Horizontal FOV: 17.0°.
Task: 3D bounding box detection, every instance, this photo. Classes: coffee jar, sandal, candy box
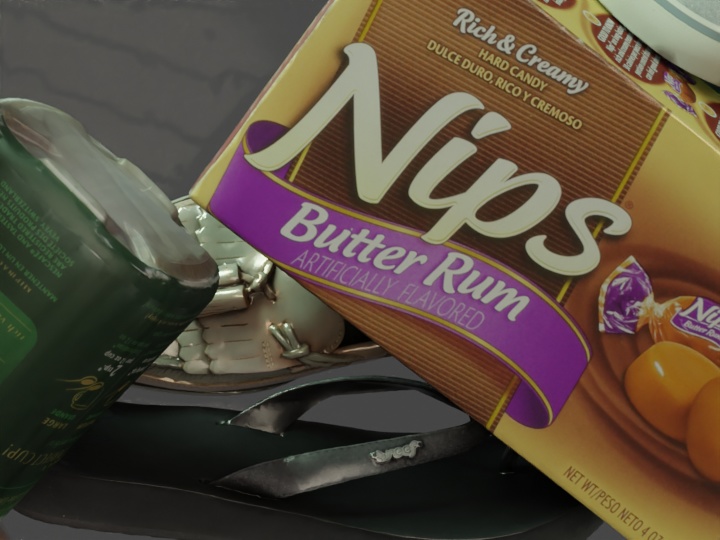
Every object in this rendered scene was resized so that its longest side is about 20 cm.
[{"bbox_3d":[-0.138,0.046,0.706,0.085,0.104,0.200,44,97,5],"label":"coffee jar"},{"bbox_3d":[-0.015,0.060,0.766,0.199,0.076,0.043,4,111,-4],"label":"sandal"},{"bbox_3d":[0.063,-0.011,0.731,0.200,0.056,0.117,38,112,-3],"label":"candy box"}]

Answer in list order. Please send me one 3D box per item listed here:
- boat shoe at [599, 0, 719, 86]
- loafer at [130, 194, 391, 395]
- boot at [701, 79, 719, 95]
[{"bbox_3d":[0.092,-0.146,0.747,0.070,0.072,0.201,-3,53,-28],"label":"boat shoe"},{"bbox_3d":[0.000,0.000,0.801,0.199,0.063,0.072,-4,84,-15],"label":"loafer"},{"bbox_3d":[0.126,-0.111,0.814,0.198,0.073,0.163,-33,60,-11],"label":"boot"}]
